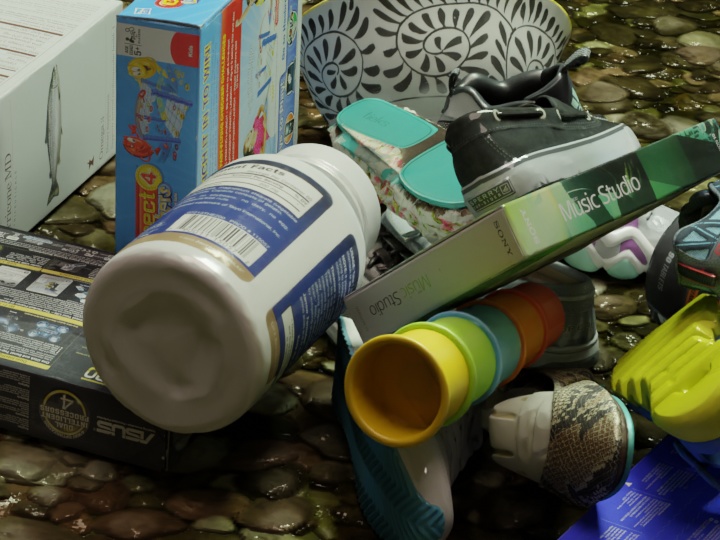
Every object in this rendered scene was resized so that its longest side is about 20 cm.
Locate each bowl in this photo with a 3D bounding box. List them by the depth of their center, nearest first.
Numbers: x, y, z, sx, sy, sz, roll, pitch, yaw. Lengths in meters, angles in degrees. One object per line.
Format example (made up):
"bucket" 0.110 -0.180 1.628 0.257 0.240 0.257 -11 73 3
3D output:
"bowl" 0.051 -0.121 1.745 0.200 0.201 0.095 -3 72 -1

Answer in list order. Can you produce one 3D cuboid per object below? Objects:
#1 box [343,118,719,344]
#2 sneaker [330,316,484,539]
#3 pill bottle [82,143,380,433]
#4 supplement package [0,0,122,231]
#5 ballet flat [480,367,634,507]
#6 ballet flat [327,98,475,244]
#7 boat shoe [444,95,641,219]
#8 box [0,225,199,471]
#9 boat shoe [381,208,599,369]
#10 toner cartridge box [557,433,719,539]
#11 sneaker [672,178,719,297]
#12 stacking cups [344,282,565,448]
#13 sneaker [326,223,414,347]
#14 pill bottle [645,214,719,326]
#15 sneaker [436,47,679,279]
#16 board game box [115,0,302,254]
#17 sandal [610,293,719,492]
"box" 0.103 -0.023 1.425 0.200 0.036 0.144 -25 -4 -44
"sneaker" 0.034 0.084 1.402 0.080 0.077 0.200 1 29 -9
"pill bottle" -0.064 0.001 1.417 0.110 0.111 0.200 14 29 19
"supplement package" -0.251 -0.107 1.686 0.117 0.117 0.200 12 29 16
"ballet flat" 0.102 0.087 1.370 0.075 0.068 0.200 10 5 0
"ballet flat" 0.044 -0.052 1.552 0.075 0.064 0.200 -24 28 -13
"boat shoe" 0.107 -0.074 1.453 0.068 0.057 0.200 -28 -4 25
"box" -0.170 0.040 1.487 0.199 0.049 0.161 13 27 15
"boat shoe" 0.080 -0.003 1.586 0.074 0.065 0.202 -12 31 -29
"toner cartridge box" 0.177 0.144 1.339 0.095 0.043 0.200 19 31 27
"sneaker" 0.231 -0.040 1.438 0.095 0.080 0.200 3 21 23
"stacking cups" 0.056 0.046 1.372 0.060 0.061 0.200 15 15 20
"sneaker" 0.000 0.000 1.556 0.200 0.080 0.074 29 37 36
"pill bottle" 0.263 0.038 1.489 0.106 0.107 0.200 -9 30 -25
"sneaker" 0.143 -0.080 1.648 0.199 0.140 0.078 14 28 0
"board game box" -0.095 -0.099 1.603 0.056 0.201 0.196 10 27 15
"sandal" 0.192 0.074 1.363 0.079 0.087 0.200 -40 11 9
